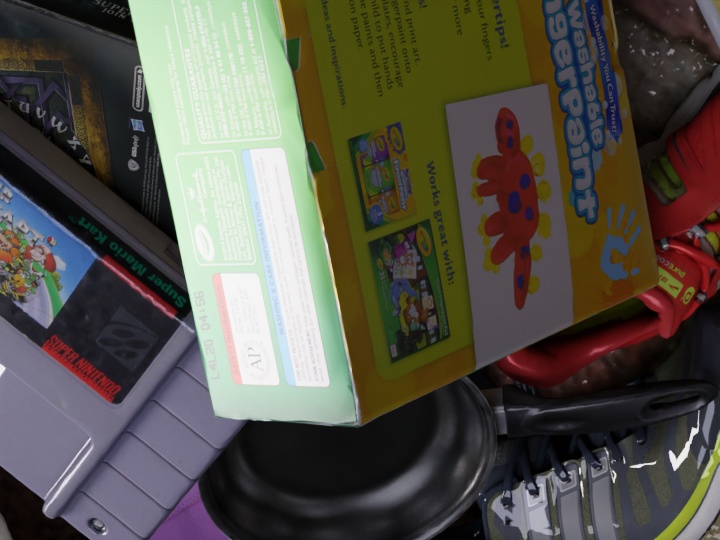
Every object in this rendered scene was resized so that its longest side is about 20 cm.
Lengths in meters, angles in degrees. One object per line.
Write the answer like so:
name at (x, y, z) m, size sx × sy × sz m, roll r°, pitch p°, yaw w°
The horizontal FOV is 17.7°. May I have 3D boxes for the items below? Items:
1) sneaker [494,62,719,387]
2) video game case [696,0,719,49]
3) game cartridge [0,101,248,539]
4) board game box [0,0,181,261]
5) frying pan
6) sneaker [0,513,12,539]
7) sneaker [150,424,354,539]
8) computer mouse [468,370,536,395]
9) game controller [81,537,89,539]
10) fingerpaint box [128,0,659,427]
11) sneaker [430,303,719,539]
sneaker at (0.126, -0.014, 0.857) m, size 0.077 × 0.085 × 0.200 m, roll 43°, pitch 125°, yaw -14°
video game case at (0.182, -0.142, 0.754) m, size 0.181 × 0.023 × 0.201 m, roll -25°, pitch 94°, yaw 30°
game cartridge at (-0.131, 0.007, 0.822) m, size 0.200 × 0.038 × 0.130 m, roll 38°, pitch 135°, yaw -2°
board game box at (-0.120, -0.017, 0.839) m, size 0.135 × 0.028 × 0.201 m, roll 20°, pitch 129°, yaw 14°
frying pan at (0.026, 0.050, 0.862) m, size 0.189 × 0.031 × 0.115 m, roll -29°, pitch 130°, yaw 12°
sneaker at (-0.200, 0.167, 0.978) m, size 0.076 × 0.111 × 0.201 m, roll 8°, pitch 121°, yaw 34°
sneaker at (-0.058, 0.059, 0.934) m, size 0.113 × 0.073 × 0.201 m, roll -5°, pitch 138°, yaw 1°
computer mouse at (0.000, 0.000, 0.940) m, size 0.200 × 0.034 × 0.059 m, roll 43°, pitch 124°, yaw -13°
game controller at (-0.094, 0.213, 1.117) m, size 0.104 × 0.042 × 0.200 m, roll -28°, pitch 112°, yaw 16°
fingerpaint box at (0.010, -0.069, 0.767) m, size 0.073 × 0.166 × 0.201 m, roll -1°, pitch 105°, yaw 43°
sneaker at (0.093, 0.086, 0.938) m, size 0.081 × 0.074 × 0.200 m, roll 25°, pitch 126°, yaw -9°
